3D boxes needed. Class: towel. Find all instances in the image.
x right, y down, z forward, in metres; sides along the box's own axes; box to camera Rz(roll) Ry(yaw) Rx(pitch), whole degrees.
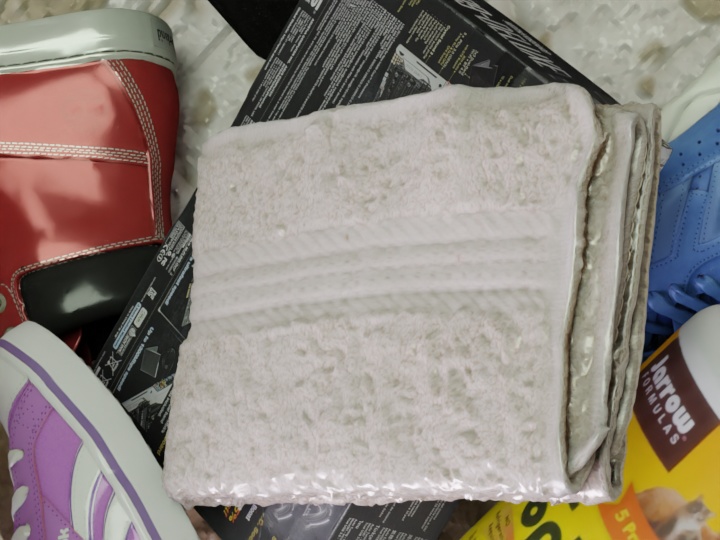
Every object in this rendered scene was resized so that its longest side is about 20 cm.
[{"bbox_3d":[0.010,0.011,0.886,0.200,0.034,0.133,-7,71,44],"label":"towel"}]

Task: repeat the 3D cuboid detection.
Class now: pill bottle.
[{"bbox_3d":[0.111,0.088,0.900,0.200,0.109,0.109,-46,66,18],"label":"pill bottle"}]

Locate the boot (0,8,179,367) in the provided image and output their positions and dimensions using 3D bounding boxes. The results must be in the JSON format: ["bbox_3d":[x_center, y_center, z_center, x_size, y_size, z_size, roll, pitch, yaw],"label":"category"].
[{"bbox_3d":[-0.165,-0.015,1.070,0.200,0.072,0.145,-8,75,14],"label":"boot"}]

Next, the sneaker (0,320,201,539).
[{"bbox_3d":[-0.110,0.115,0.962,0.114,0.073,0.201,-27,62,-10],"label":"sneaker"}]

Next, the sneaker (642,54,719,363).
[{"bbox_3d":[0.132,0.002,0.951,0.200,0.077,0.111,-43,57,-2],"label":"sneaker"}]

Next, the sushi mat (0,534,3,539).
[{"bbox_3d":[-0.188,0.052,0.941,0.096,0.012,0.200,-29,86,20],"label":"sushi mat"}]

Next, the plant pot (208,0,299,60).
[{"bbox_3d":[-0.053,-0.233,1.025,0.200,0.177,0.200,-44,66,6],"label":"plant pot"}]

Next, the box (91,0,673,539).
[{"bbox_3d":[0.000,0.000,0.963,0.158,0.050,0.200,42,106,46],"label":"box"}]
